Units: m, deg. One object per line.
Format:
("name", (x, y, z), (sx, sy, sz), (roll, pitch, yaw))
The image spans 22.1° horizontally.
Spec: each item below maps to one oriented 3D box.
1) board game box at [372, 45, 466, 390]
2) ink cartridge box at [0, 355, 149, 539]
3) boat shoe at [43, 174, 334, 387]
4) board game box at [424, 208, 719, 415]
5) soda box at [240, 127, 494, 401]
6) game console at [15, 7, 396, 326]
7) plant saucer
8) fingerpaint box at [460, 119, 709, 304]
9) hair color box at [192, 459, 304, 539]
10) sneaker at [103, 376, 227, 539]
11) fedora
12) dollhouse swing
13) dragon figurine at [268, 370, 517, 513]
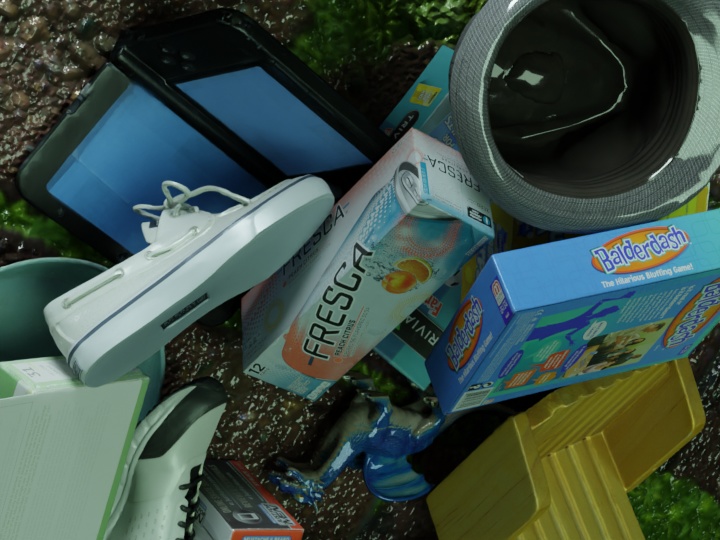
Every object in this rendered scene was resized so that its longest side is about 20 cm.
("board game box", (0.053, -0.035, 1.335), (0.151, 0.047, 0.201), (39, 89, -36))
("ink cartridge box", (-0.233, 0.131, 1.160), (0.199, 0.048, 0.147), (-3, 118, -49))
("boat shoe", (-0.116, -0.016, 1.179), (0.201, 0.086, 0.075), (-36, 162, -8))
("board game box", (0.157, 0.026, 1.223), (0.198, 0.045, 0.152), (-11, 154, -23))
("soda box", (0.000, 0.000, 1.212), (0.063, 0.069, 0.200), (24, 130, -28))
("game console", (-0.089, -0.059, 1.205), (0.200, 0.175, 0.117), (38, 62, -36))
("plant saucer", (-0.225, 0.076, 1.220), (0.198, 0.036, 0.202), (-17, 124, -27))
("fingerpaint box", (0.161, -0.051, 1.313), (0.165, 0.073, 0.202), (-9, 113, -24))
("hair color box", (-0.113, 0.250, 1.324), (0.063, 0.111, 0.202), (5, 109, -32))
("sneaker", (-0.135, 0.163, 1.271), (0.201, 0.080, 0.074), (-61, 161, 19))
("fedora", (0.135, -0.118, 1.178), (0.198, 0.090, 0.179), (-4, 107, -22))
("dollhouse swing", (0.184, 0.191, 1.391), (0.199, 0.177, 0.182), (-17, 158, -40))
("dragon figurine", (0.024, 0.133, 1.383), (0.198, 0.059, 0.100), (5, 108, -31))
